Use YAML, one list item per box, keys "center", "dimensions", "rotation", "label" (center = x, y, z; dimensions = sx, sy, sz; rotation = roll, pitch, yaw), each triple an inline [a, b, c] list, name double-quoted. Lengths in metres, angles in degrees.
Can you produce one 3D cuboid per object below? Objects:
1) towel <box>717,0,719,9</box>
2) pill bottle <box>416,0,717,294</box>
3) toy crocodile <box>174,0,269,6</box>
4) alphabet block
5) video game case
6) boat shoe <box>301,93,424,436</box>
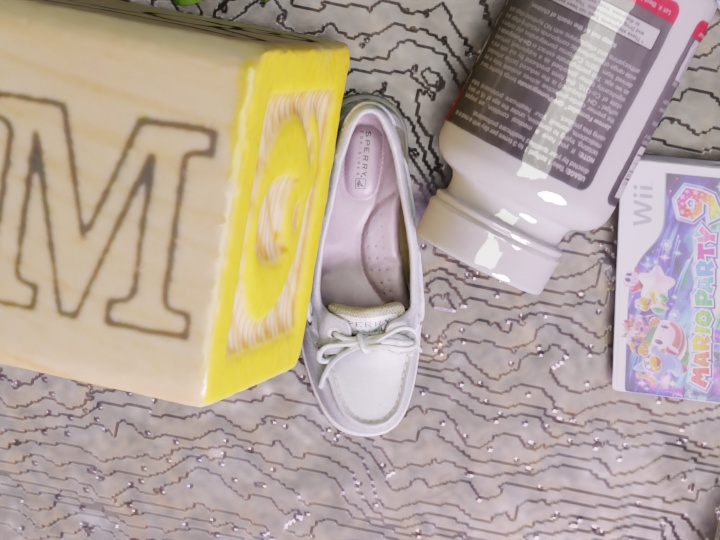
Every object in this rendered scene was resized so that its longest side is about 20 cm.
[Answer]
- center: [0.285, -0.211, 1.639]
  dimensions: [0.171, 0.048, 0.200]
  rotation: [39, 115, -5]
  label: "towel"
- center: [0.113, -0.092, 1.641]
  dimensions: [0.111, 0.111, 0.200]
  rotation: [27, 95, -6]
  label: "pill bottle"
- center: [-0.028, -0.216, 1.649]
  dimensions: [0.200, 0.062, 0.068]
  rotation: [-38, 97, -2]
  label: "toy crocodile"
- center: [-0.136, -0.048, 1.573]
  dimensions: [0.200, 0.195, 0.197]
  rotation: [12, 99, 14]
  label: "alphabet block"
- center: [0.246, 0.012, 1.660]
  dimensions: [0.200, 0.018, 0.143]
  rotation: [7, 106, 21]
  label: "video game case"
- center: [0.002, -0.001, 1.670]
  dimensions: [0.074, 0.065, 0.202]
  rotation: [3, 97, -3]
  label: "boat shoe"
